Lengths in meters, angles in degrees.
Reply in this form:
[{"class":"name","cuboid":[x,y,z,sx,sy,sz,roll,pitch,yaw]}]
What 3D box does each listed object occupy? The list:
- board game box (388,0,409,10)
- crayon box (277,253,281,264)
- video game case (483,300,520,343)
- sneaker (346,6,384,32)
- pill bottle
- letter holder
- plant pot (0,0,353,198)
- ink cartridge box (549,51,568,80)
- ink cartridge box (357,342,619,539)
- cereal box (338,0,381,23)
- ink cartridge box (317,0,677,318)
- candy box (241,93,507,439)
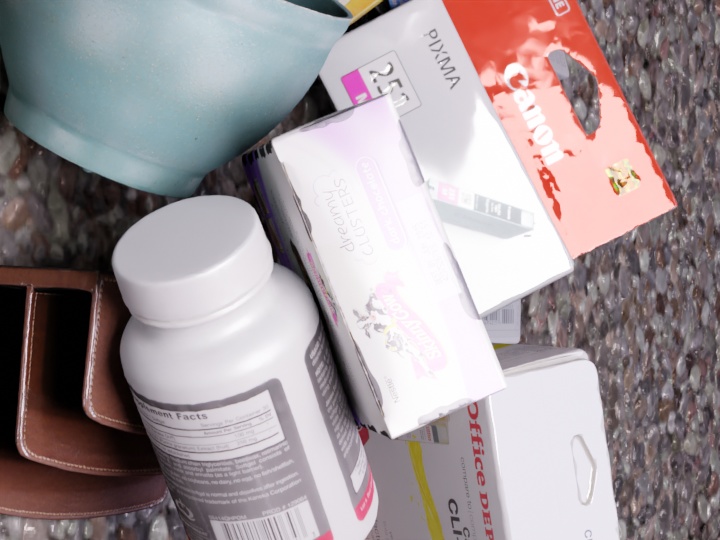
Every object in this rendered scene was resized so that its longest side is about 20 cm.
[{"class":"board game box","cuboid":[0.053,-0.171,1.693,0.200,0.036,0.152,-85,160,-63]},{"class":"crayon box","cuboid":[0.000,0.000,1.556,0.126,0.051,0.200,58,11,-19]},{"class":"video game case","cuboid":[0.062,-0.037,1.798,0.199,0.023,0.183,2,89,-57]},{"class":"sneaker","cuboid":[-0.048,-0.188,1.563,0.200,0.081,0.075,22,72,-56]},{"class":"pill bottle","cuboid":[-0.066,0.065,1.329,0.111,0.110,0.201,-53,136,-44]},{"class":"letter holder","cuboid":[-0.133,0.076,1.417,0.200,0.100,0.143,8,85,-58]},{"class":"plant pot","cuboid":[-0.122,-0.124,1.374,0.200,0.200,0.135,9,111,-57]},{"class":"ink cartridge box","cuboid":[0.084,-0.220,1.737,0.200,0.050,0.162,9,67,-67]},{"class":"ink cartridge box","cuboid":[0.070,0.124,1.578,0.083,0.200,0.146,-12,96,-30]},{"class":"cereal box","cuboid":[-0.030,-0.254,1.467,0.201,0.144,0.039,55,40,-4]},{"class":"ink cartridge box","cuboid":[0.087,-0.087,1.561,0.201,0.173,0.044,63,-1,-2]},{"class":"candy box","cuboid":[0.003,-0.002,1.355,0.200,0.071,0.169,-178,-114,-82]}]
